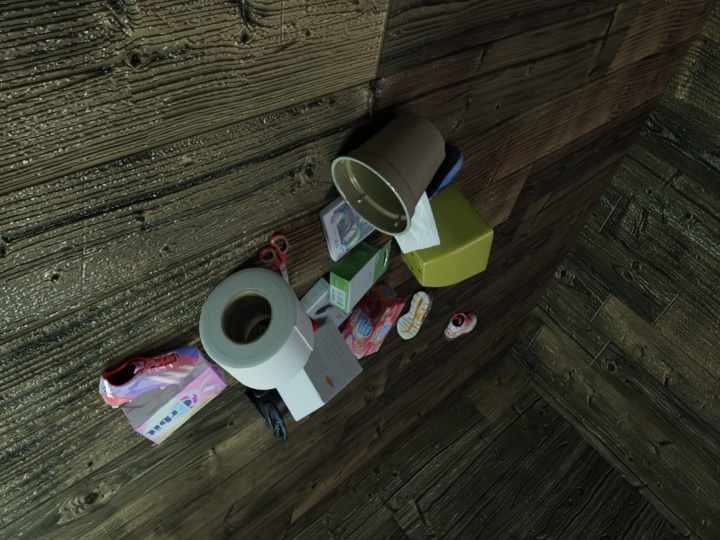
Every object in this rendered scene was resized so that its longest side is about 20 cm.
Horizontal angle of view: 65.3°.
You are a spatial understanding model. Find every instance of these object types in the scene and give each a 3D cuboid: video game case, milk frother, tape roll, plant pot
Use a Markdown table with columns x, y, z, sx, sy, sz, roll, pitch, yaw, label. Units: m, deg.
| x | y | z | sx | sy | sz | roll | pitch | yaw | label |
| --- | --- | --- | --- | --- | --- | --- | --- | --- | --- |
| -0.001 | -0.133 | 1.282 | 0.199 | 0.023 | 0.183 | -40 | 154 | -15 | video game case |
| -0.179 | 0.319 | 1.440 | 0.187 | 0.200 | 0.182 | -38 | 149 | -17 | milk frother |
| -0.203 | 0.117 | 1.119 | 0.202 | 0.203 | 0.140 | -41 | 153 | -10 | tape roll |
| 0.216 | -0.073 | 1.523 | 0.197 | 0.196 | 0.197 | -29 | 151 | -13 | plant pot |
| 0.071 | -0.208 | 1.128 | 0.184 | 0.198 | 0.202 | -49 | 156 | -20 | plant pot |

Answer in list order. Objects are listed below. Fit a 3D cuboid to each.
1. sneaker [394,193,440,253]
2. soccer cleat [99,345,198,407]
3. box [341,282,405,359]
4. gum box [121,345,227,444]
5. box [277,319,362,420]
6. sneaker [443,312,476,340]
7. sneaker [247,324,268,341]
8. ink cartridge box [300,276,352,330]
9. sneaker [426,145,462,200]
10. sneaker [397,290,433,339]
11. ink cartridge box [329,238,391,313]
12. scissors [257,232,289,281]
| x | y | z | sx | sy | sz | roll | pitch | yaw | label |
| --- | --- | --- | --- | --- | --- | --- | --- | --- | --- |
| 0.109 | -0.141 | 1.331 | 0.112 | 0.205 | 0.074 | -17 | -169 | 7 | sneaker |
| -0.400 | 0.190 | 1.078 | 0.197 | 0.067 | 0.078 | -24 | 142 | -35 | soccer cleat |
| 0.034 | 0.146 | 1.639 | 0.098 | 0.095 | 0.203 | -11 | 137 | -51 | box |
| -0.385 | 0.262 | 1.192 | 0.199 | 0.066 | 0.114 | -40 | 153 | -15 | gum box |
| -0.110 | 0.238 | 1.367 | 0.106 | 0.154 | 0.199 | -35 | 175 | 31 | box |
| 0.444 | 0.219 | 2.406 | 0.198 | 0.067 | 0.109 | -26 | 150 | -32 | sneaker |
| -0.232 | 0.172 | 1.302 | 0.197 | 0.068 | 0.090 | -3 | 140 | -49 | sneaker |
| -0.115 | 0.124 | 1.443 | 0.174 | 0.043 | 0.200 | -46 | 154 | -6 | ink cartridge box |
| 0.184 | -0.217 | 1.401 | 0.200 | 0.066 | 0.078 | -47 | 158 | -1 | sneaker |
| 0.194 | 0.152 | 1.923 | 0.077 | 0.078 | 0.203 | -23 | 147 | -55 | sneaker |
| 0.000 | 0.000 | 1.391 | 0.200 | 0.058 | 0.106 | -46 | 152 | -41 | ink cartridge box |
| -0.163 | -0.014 | 1.207 | 0.073 | 0.014 | 0.201 | -45 | 153 | -9 | scissors |
